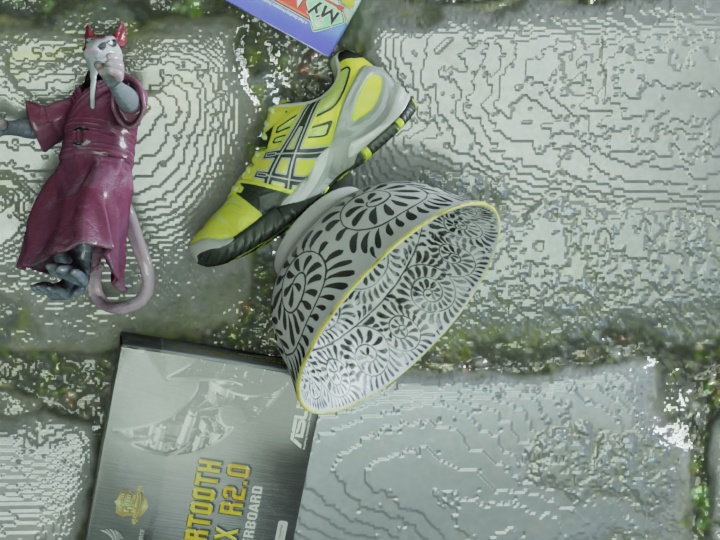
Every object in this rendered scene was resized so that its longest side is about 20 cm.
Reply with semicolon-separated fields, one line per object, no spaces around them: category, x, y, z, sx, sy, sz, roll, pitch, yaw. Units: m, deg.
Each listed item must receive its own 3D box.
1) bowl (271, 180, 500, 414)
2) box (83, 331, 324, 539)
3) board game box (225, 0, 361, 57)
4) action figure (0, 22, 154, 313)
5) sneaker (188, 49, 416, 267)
bowl;0.000;0.000;1.575;0.201;0.201;0.094;-48;68;5
box;-0.123;0.157;1.641;0.158;0.048;0.200;10;101;-10
board game box;-0.077;-0.261;1.561;0.200;0.029;0.135;28;97;-12
action figure;-0.182;-0.082;1.544;0.149;0.134;0.200;25;69;-46
sneaker;-0.054;-0.080;1.591;0.200;0.075;0.076;-41;92;-4
